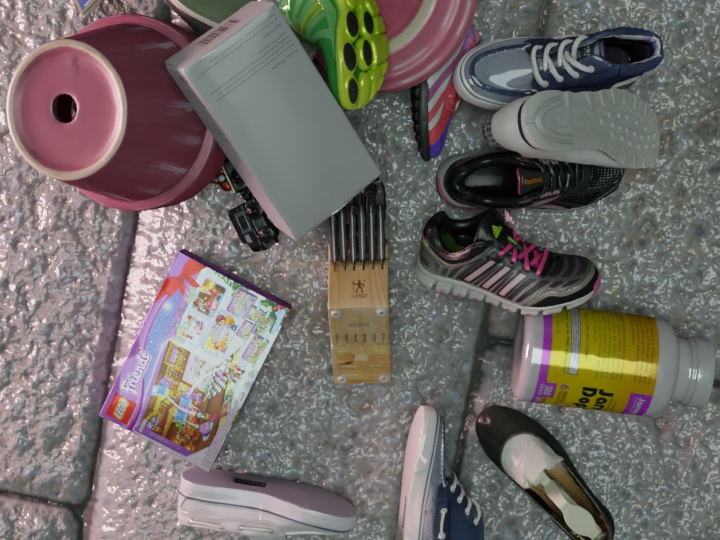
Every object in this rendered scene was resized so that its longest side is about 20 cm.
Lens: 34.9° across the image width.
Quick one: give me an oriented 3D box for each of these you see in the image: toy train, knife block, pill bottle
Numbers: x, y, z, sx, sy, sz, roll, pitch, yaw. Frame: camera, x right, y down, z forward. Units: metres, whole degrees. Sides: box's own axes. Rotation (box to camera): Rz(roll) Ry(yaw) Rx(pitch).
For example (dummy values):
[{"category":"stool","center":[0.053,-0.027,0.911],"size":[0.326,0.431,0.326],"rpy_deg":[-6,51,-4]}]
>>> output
[{"category":"toy train","center":[-0.146,-0.112,1.222],"size":[0.045,0.034,0.202],"rpy_deg":[-24,94,14]},{"category":"knife block","center":[0.000,0.000,1.223],"size":[0.063,0.177,0.201],"rpy_deg":[-1,140,2]},{"category":"pill bottle","center":[0.262,0.095,1.197],"size":[0.197,0.104,0.106],"rpy_deg":[7,96,1]}]

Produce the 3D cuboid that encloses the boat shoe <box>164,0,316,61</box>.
[{"category":"boat shoe","center":[-0.135,-0.252,1.187],"size":[0.200,0.061,0.072],"rpy_deg":[34,54,14]}]

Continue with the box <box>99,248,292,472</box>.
[{"category":"box","center":[-0.178,0.097,1.239],"size":[0.136,0.039,0.202],"rpy_deg":[27,96,-2]}]

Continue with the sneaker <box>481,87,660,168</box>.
[{"category":"sneaker","center":[0.216,-0.140,1.142],"size":[0.198,0.080,0.077],"rpy_deg":[7,80,-32]}]

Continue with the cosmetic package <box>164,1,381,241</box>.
[{"category":"cosmetic package","center":[-0.081,-0.143,1.094],"size":[0.112,0.081,0.201],"rpy_deg":[-36,115,-11]}]

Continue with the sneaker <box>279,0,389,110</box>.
[{"category":"sneaker","center":[-0.030,-0.248,1.118],"size":[0.083,0.074,0.202],"rpy_deg":[-23,76,42]}]

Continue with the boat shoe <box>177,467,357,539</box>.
[{"category":"boat shoe","center":[-0.103,0.265,1.245],"size":[0.198,0.074,0.066],"rpy_deg":[11,101,10]}]

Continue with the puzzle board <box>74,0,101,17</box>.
[{"category":"puzzle board","center":[-0.219,-0.346,1.153],"size":[0.200,0.151,0.017],"rpy_deg":[-44,127,5]}]

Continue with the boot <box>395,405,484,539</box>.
[{"category":"boot","center":[0.092,0.245,1.239],"size":[0.089,0.073,0.203],"rpy_deg":[5,104,-6]}]

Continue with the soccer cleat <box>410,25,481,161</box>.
[{"category":"soccer cleat","center":[0.091,-0.215,1.192],"size":[0.072,0.068,0.203],"rpy_deg":[2,93,-3]}]

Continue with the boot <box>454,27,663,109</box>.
[{"category":"boot","center":[0.197,-0.210,1.143],"size":[0.198,0.090,0.074],"rpy_deg":[-9,84,-15]}]

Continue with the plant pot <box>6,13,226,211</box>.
[{"category":"plant pot","center":[-0.246,-0.155,1.126],"size":[0.197,0.179,0.203],"rpy_deg":[2,97,15]}]

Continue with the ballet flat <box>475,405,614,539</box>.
[{"category":"ballet flat","center":[0.204,0.224,1.229],"size":[0.200,0.068,0.068],"rpy_deg":[44,95,-3]}]

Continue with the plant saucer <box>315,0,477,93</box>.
[{"category":"plant saucer","center":[0.020,-0.284,1.153],"size":[0.198,0.051,0.203],"rpy_deg":[-1,87,26]}]

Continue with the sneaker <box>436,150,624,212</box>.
[{"category":"sneaker","center":[0.180,-0.092,1.189],"size":[0.197,0.086,0.081],"rpy_deg":[-10,97,2]}]

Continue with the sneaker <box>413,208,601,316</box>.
[{"category":"sneaker","center":[0.147,-0.015,1.171],"size":[0.198,0.074,0.088],"rpy_deg":[10,133,21]}]
